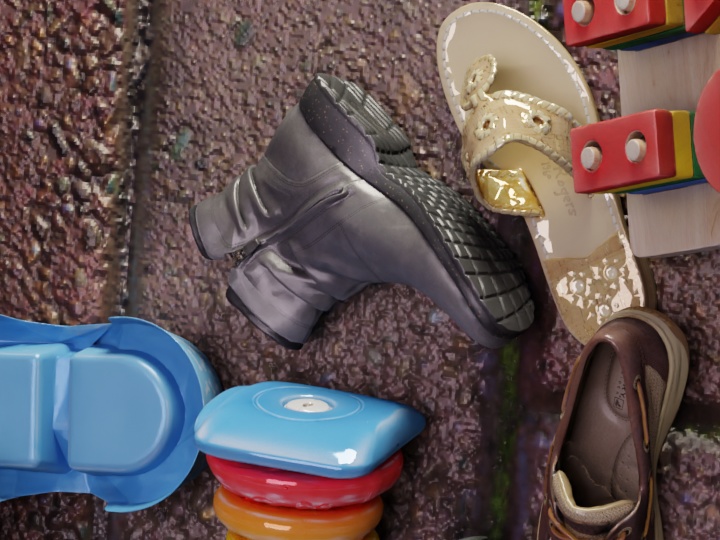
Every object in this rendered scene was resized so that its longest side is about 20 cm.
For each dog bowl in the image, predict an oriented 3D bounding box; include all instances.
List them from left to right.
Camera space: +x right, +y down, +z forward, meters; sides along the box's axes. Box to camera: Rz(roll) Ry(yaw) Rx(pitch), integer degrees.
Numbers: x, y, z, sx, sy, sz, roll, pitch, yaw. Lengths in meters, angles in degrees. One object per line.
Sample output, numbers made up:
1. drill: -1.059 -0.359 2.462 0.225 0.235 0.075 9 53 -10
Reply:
1. dog bowl: -0.168 0.081 1.719 0.200 0.050 0.112 1 90 26

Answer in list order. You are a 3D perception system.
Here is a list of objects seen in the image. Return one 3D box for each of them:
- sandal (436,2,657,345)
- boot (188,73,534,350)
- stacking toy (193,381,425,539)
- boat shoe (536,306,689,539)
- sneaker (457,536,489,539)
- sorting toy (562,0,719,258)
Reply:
1. sandal: 0.092 -0.056 1.586 0.078 0.070 0.212 -30 77 22
2. boot: 0.000 0.000 1.639 0.132 0.070 0.200 -49 60 20
3. stacking toy: -0.033 0.168 1.639 0.110 0.116 0.200 8 107 20
4. boat shoe: 0.123 0.120 1.559 0.072 0.072 0.200 20 109 23
5. sneaker: 0.086 0.237 1.587 0.086 0.080 0.200 -9 98 25
6. sorting toy: 0.181 -0.116 1.493 0.199 0.069 0.200 -10 82 55
